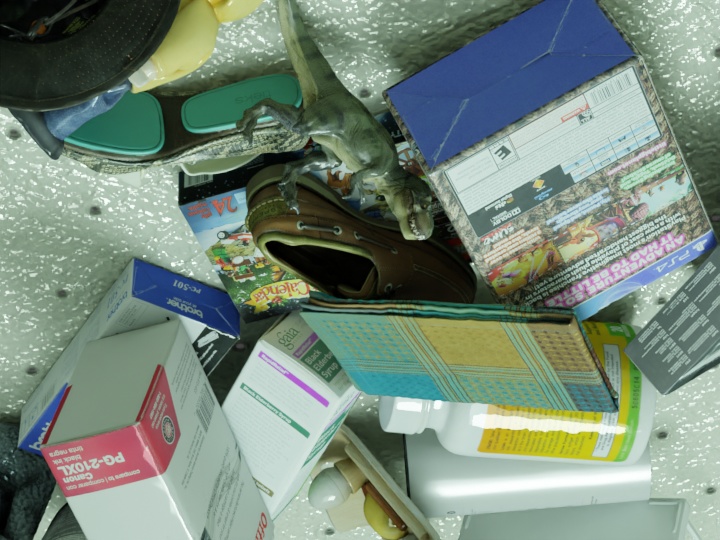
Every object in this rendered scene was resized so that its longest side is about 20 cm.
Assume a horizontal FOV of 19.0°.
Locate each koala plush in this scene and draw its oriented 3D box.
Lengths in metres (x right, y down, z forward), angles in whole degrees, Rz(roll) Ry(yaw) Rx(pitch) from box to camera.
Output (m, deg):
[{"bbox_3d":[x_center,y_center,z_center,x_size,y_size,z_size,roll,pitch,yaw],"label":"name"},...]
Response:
[{"bbox_3d":[-0.369,0.204,1.715,0.200,0.184,0.177,26,129,-12],"label":"koala plush"}]

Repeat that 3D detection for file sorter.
[{"bbox_3d":[0.188,0.279,1.804,0.200,0.139,0.125,-3,145,31],"label":"file sorter"}]

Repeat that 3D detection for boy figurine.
[{"bbox_3d":[-0.137,-0.152,1.389,0.200,0.124,0.064,-36,114,8],"label":"boy figurine"}]

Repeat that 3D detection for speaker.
[{"bbox_3d":[0.136,0.156,1.754,0.200,0.081,0.081,-5,136,1],"label":"speaker"}]

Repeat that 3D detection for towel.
[{"bbox_3d":[0.072,0.058,1.516,0.200,0.022,0.147,3,153,22],"label":"towel"}]

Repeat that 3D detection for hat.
[{"bbox_3d":[-0.211,-0.184,1.338,0.200,0.201,0.081,4,167,-9],"label":"hat"}]

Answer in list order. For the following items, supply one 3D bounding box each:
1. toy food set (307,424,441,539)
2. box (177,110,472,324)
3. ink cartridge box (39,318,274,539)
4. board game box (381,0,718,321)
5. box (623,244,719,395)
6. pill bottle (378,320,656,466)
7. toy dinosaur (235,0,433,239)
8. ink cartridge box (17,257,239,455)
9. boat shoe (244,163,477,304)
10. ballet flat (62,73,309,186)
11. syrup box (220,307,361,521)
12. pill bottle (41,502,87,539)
[{"bbox_3d":[0.019,0.227,1.749,0.060,0.200,0.144,-31,136,-11],"label":"toy food set"},{"bbox_3d":[-0.016,-0.041,1.567,0.200,0.038,0.137,-16,135,12],"label":"box"},{"bbox_3d":[-0.145,0.162,1.589,0.084,0.145,0.200,-14,117,16],"label":"ink cartridge box"},{"bbox_3d":[0.133,-0.069,1.477,0.159,0.097,0.200,-29,134,2],"label":"board game box"},{"bbox_3d":[0.299,-0.007,1.555,0.158,0.050,0.200,-23,157,-49],"label":"box"},{"bbox_3d":[0.119,0.090,1.661,0.200,0.111,0.111,5,136,-9],"label":"pill bottle"},{"bbox_3d":[-0.029,-0.094,1.441,0.088,0.047,0.200,-32,93,4],"label":"toy dinosaur"},{"bbox_3d":[-0.182,0.082,1.677,0.094,0.044,0.200,22,131,-22],"label":"ink cartridge box"},{"bbox_3d":[0.000,0.000,1.533,0.200,0.068,0.072,24,129,-27],"label":"boat shoe"},{"bbox_3d":[-0.129,-0.092,1.491,0.200,0.068,0.075,-6,145,-4],"label":"ballet flat"},{"bbox_3d":[-0.063,0.117,1.677,0.081,0.079,0.200,37,132,6],"label":"syrup box"},{"bbox_3d":[-0.204,0.240,1.715,0.114,0.200,0.114,1,106,4],"label":"pill bottle"}]
